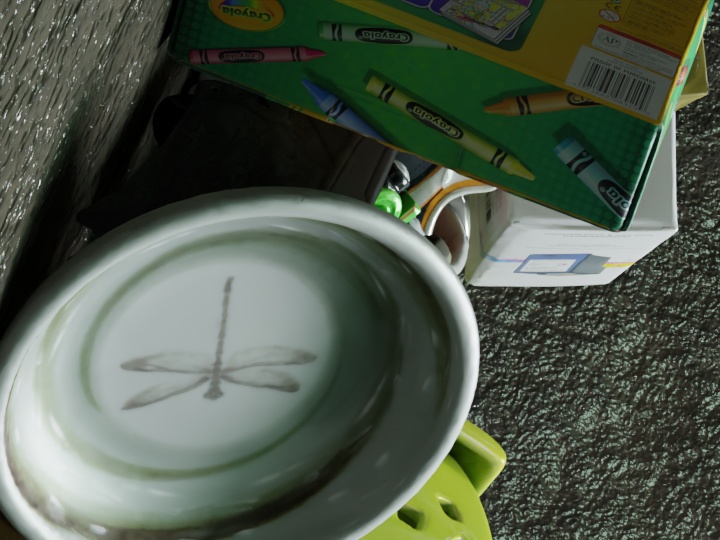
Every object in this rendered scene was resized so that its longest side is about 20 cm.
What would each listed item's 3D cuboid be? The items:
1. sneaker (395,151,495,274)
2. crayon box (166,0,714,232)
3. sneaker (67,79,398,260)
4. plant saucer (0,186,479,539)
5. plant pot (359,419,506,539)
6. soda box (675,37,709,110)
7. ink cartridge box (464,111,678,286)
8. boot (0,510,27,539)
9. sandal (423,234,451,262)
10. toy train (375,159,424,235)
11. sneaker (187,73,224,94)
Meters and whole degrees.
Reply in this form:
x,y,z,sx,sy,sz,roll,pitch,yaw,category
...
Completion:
x,y,z,sx,sy,sz,roll,pitch,yaw,category
0.000,0.000,1.232,0.200,0.079,0.079,-57,-176,37,sneaker
0.036,-0.101,1.063,0.119,0.199,0.059,-61,171,-53,crayon box
-0.039,-0.054,1.083,0.200,0.104,0.060,-65,-178,-40,sneaker
-0.054,0.038,1.015,0.050,0.199,0.201,-113,-144,-47,plant saucer
-0.045,0.147,1.390,0.199,0.199,0.182,-50,-165,39,plant pot
0.108,-0.169,1.174,0.064,0.067,0.202,154,-68,-76,soda box
0.101,-0.076,1.312,0.200,0.087,0.147,124,-33,-80,ink cartridge box
-0.149,0.174,1.135,0.200,0.072,0.156,5,108,-85,boot
-0.015,0.061,1.121,0.201,0.057,0.080,-55,174,29,sandal
-0.052,0.025,1.153,0.200,0.042,0.056,-39,132,1,toy train
-0.059,-0.043,1.201,0.201,0.077,0.091,-59,-173,15,sneaker
